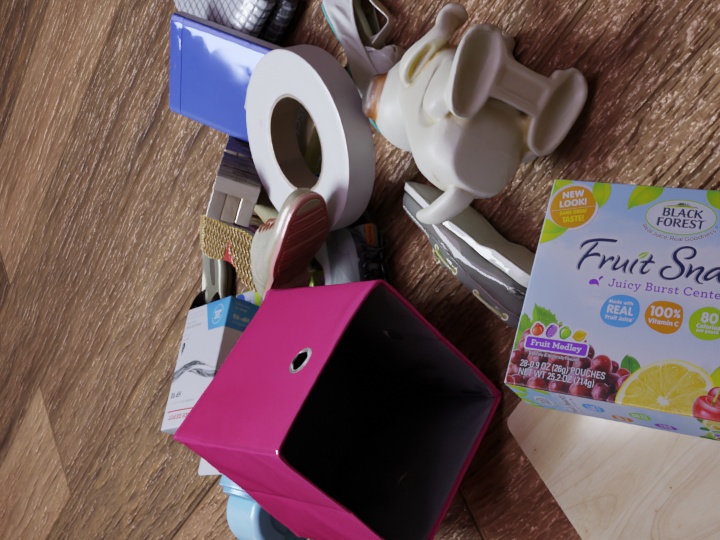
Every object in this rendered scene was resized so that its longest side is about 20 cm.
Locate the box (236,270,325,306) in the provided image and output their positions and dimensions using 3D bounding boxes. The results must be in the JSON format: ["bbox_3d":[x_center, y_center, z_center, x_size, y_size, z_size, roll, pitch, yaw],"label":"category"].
[{"bbox_3d":[-0.092,0.075,1.276,0.200,0.048,0.122,-17,79,51],"label":"box"}]

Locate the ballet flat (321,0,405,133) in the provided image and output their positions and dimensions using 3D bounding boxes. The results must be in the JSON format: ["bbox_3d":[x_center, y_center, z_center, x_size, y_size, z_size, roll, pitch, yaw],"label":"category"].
[{"bbox_3d":[0.015,-0.239,1.105,0.069,0.069,0.201,-46,56,44],"label":"ballet flat"}]

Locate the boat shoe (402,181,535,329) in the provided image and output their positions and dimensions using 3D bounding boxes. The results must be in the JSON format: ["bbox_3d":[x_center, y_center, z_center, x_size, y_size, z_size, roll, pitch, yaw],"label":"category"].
[{"bbox_3d":[0.102,-0.020,0.991,0.202,0.072,0.060,43,120,38],"label":"boat shoe"}]

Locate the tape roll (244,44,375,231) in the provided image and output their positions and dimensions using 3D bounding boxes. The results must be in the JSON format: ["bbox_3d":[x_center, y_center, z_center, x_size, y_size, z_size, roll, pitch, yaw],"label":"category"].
[{"bbox_3d":[-0.057,-0.139,1.093,0.203,0.037,0.204,33,132,46],"label":"tape roll"}]

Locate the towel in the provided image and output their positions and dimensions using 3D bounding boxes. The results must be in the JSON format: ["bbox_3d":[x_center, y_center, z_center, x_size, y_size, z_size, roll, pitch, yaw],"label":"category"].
[{"bbox_3d":[-0.165,-0.353,1.313,0.166,0.085,0.200,-51,55,44],"label":"towel"}]

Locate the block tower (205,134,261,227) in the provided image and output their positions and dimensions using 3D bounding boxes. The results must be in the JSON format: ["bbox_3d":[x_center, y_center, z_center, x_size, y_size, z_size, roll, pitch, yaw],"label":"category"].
[{"bbox_3d":[-0.148,-0.114,1.244,0.200,0.054,0.058,-95,22,-68],"label":"block tower"}]

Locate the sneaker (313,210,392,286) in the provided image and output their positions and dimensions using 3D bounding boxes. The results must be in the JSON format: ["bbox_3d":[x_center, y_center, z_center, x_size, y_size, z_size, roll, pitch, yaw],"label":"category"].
[{"bbox_3d":[0.000,0.000,1.130,0.079,0.074,0.201,-44,58,39],"label":"sneaker"}]

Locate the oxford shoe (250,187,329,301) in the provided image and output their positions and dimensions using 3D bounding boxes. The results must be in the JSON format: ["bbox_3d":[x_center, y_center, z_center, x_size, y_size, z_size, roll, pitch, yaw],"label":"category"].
[{"bbox_3d":[-0.088,-0.030,1.094,0.074,0.071,0.200,51,146,20],"label":"oxford shoe"}]

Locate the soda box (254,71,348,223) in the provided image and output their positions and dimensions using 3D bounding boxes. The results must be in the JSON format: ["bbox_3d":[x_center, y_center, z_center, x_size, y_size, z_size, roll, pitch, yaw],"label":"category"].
[{"bbox_3d":[-0.060,-0.139,1.204,0.068,0.064,0.200,49,130,39],"label":"soda box"}]

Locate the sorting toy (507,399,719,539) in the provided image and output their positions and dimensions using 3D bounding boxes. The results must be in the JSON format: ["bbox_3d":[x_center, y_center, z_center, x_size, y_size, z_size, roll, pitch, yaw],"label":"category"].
[{"bbox_3d":[0.239,0.133,0.823,0.199,0.069,0.200,57,134,33],"label":"sorting toy"}]

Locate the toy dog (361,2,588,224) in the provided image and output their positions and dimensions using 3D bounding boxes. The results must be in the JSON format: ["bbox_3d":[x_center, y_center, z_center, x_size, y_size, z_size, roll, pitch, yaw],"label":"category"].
[{"bbox_3d":[0.088,-0.147,0.958,0.200,0.139,0.195,39,116,60],"label":"toy dog"}]

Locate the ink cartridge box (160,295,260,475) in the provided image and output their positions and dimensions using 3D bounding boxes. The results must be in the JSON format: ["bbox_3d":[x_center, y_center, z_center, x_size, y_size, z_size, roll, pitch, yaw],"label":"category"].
[{"bbox_3d":[-0.178,0.142,1.243,0.116,0.067,0.201,-18,56,52],"label":"ink cartridge box"}]

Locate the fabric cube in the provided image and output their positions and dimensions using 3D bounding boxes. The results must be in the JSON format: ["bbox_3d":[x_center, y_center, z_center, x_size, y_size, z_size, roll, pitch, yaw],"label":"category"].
[{"bbox_3d":[-0.023,0.143,1.007,0.199,0.200,0.197,-5,47,53],"label":"fabric cube"}]

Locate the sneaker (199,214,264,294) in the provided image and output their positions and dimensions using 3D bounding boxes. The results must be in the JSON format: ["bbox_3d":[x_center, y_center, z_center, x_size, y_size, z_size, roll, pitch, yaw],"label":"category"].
[{"bbox_3d":[-0.121,-0.031,1.268,0.200,0.090,0.075,33,126,47],"label":"sneaker"}]

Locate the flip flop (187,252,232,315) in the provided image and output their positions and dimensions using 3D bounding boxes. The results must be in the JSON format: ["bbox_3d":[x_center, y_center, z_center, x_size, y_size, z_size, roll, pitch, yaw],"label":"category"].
[{"bbox_3d":[-0.211,0.054,1.422,0.081,0.057,0.201,-1,92,53],"label":"flip flop"}]

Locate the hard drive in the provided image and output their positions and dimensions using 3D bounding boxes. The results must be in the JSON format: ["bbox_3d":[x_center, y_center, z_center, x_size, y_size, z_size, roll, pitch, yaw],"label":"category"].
[{"bbox_3d":[-0.150,-0.227,1.259,0.199,0.025,0.132,24,127,22],"label":"hard drive"}]

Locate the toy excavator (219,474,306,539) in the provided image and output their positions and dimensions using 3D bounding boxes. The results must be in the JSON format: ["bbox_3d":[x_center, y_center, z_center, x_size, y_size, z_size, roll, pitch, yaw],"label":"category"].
[{"bbox_3d":[-0.101,0.325,1.250,0.100,0.194,0.201,0,64,53],"label":"toy excavator"}]

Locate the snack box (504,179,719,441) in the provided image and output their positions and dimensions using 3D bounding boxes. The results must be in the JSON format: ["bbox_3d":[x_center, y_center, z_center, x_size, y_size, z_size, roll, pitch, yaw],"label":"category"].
[{"bbox_3d":[0.223,0.027,0.735,0.199,0.068,0.169,9,72,28],"label":"snack box"}]
